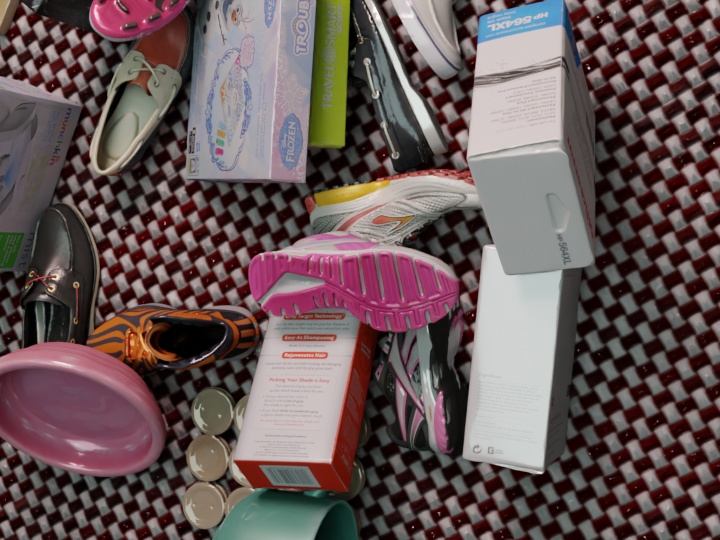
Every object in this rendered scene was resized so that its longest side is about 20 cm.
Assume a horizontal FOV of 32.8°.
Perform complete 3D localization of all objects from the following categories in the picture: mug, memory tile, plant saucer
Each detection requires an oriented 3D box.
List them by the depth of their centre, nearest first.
[{"bbox_3d":[-0.076,0.278,1.191,0.114,0.152,0.185,4,48,20],"label":"mug"},{"bbox_3d":[-0.089,0.203,1.271,0.200,0.017,0.154,5,92,18],"label":"memory tile"},{"bbox_3d":[-0.296,0.140,1.274,0.200,0.201,0.051,-4,45,18],"label":"plant saucer"}]

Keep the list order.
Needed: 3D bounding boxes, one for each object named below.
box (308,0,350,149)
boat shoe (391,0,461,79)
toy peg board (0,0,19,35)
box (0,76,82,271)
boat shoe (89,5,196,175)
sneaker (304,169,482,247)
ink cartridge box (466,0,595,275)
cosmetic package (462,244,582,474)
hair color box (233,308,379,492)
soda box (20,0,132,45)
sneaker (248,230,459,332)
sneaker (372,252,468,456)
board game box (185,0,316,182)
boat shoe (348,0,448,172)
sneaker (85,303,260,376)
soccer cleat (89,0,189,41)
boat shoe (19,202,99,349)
[{"bbox_3d":[-0.060,-0.221,1.215,0.122,0.048,0.200,5,93,55],"label":"box"},{"bbox_3d":[0.064,-0.286,1.194,0.070,0.071,0.200,-26,76,19],"label":"boat shoe"},{"bbox_3d":[-0.461,-0.396,1.350,0.199,0.098,0.200,26,98,16],"label":"toy peg board"},{"bbox_3d":[-0.407,-0.105,1.292,0.097,0.176,0.200,23,97,17],"label":"box"},{"bbox_3d":[-0.230,-0.190,1.284,0.071,0.063,0.200,28,100,-3],"label":"boat shoe"},{"bbox_3d":[0.045,-0.054,1.202,0.200,0.078,0.082,-9,91,28],"label":"sneaker"},{"bbox_3d":[0.154,-0.117,1.072,0.084,0.146,0.200,-7,44,19],"label":"ink cartridge box"},{"bbox_3d":[0.154,0.077,1.141,0.081,0.113,0.200,8,95,19],"label":"cosmetic package"},{"bbox_3d":[-0.047,0.110,1.180,0.101,0.061,0.200,-1,54,19],"label":"hair color box"},{"bbox_3d":[-0.276,-0.284,1.235,0.063,0.200,0.071,40,102,15],"label":"soda box"},{"bbox_3d":[0.000,0.000,1.149,0.200,0.088,0.082,8,115,19],"label":"sneaker"},{"bbox_3d":[0.049,0.083,1.196,0.086,0.080,0.200,-7,82,29],"label":"sneaker"},{"bbox_3d":[-0.110,-0.187,1.203,0.199,0.043,0.200,8,95,60],"label":"board game box"},{"bbox_3d":[0.018,-0.194,1.203,0.060,0.076,0.200,-26,82,11],"label":"boat shoe"},{"bbox_3d":[-0.213,0.069,1.261,0.200,0.112,0.078,-11,87,18],"label":"sneaker"},{"bbox_3d":[-0.195,-0.287,1.232,0.070,0.086,0.200,43,66,-3],"label":"soccer cleat"},{"bbox_3d":[-0.330,0.026,1.329,0.074,0.063,0.202,0,89,21],"label":"boat shoe"}]
